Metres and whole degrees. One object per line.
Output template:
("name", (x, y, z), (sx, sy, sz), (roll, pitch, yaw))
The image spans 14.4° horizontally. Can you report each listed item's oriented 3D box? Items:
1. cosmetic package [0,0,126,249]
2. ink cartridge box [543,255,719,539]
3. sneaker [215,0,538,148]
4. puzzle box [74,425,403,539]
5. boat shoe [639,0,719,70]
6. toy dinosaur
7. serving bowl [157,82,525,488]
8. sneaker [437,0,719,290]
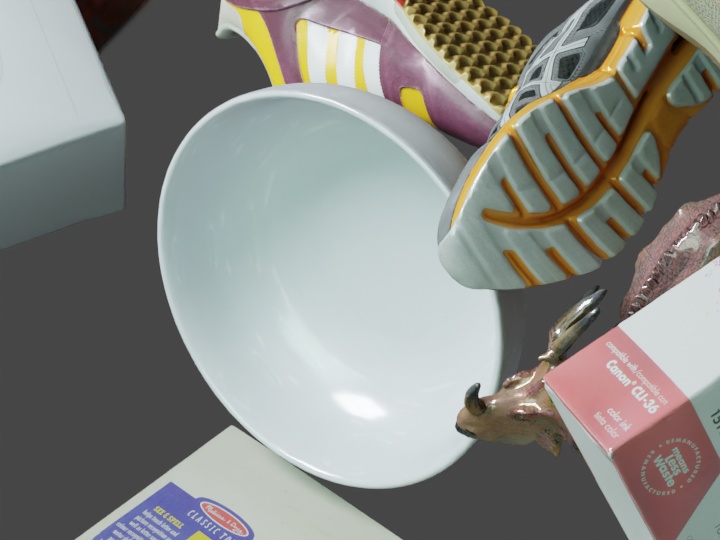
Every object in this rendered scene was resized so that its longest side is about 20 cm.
("cosmetic package", (-0.243, -0.105, 1.441), (0.200, 0.123, 0.200), (-20, 73, -13))
("ink cartridge box", (0.190, 0.042, 1.172), (0.200, 0.117, 0.068), (-34, 35, -5))
("sneaker", (0.012, -0.097, 1.372), (0.200, 0.075, 0.090), (42, 122, 29))
("puzzle box", (-0.035, 0.161, 1.352), (0.200, 0.133, 0.025), (32, 140, 30))
("boat shoe", (0.191, -0.104, 1.210), (0.200, 0.072, 0.065), (42, 146, -4))
("toy dinosaur", (0.138, 0.015, 1.229), (0.200, 0.135, 0.086), (-63, 34, 14))
("serving bowl", (0.000, 0.000, 1.351), (0.200, 0.066, 0.201), (17, 121, 31))
("sneaker", (0.094, -0.061, 1.270), (0.077, 0.200, 0.078), (-3, 126, 51))
